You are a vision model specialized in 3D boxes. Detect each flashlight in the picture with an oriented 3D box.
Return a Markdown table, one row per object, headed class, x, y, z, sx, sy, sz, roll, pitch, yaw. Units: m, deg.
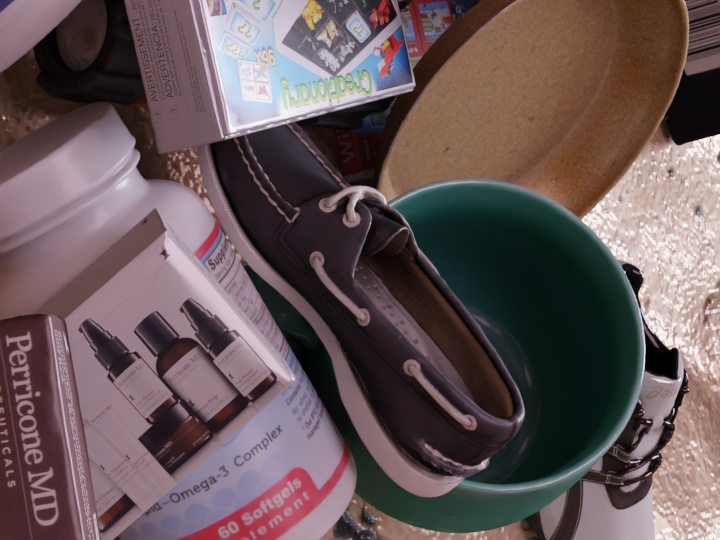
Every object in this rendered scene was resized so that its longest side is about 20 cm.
| class | x | y | z | sx | sy | sz | roll | pitch | yaw |
| --- | --- | --- | --- | --- | --- | --- | --- | --- | --- |
| flashlight | -0.059 | -0.102 | 0.997 | 0.199 | 0.068 | 0.068 | 3 | 115 | -48 |

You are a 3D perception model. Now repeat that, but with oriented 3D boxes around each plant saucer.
| class | x | y | z | sx | sy | sz | roll | pitch | yaw |
| --- | --- | --- | --- | --- | --- | --- | --- | --- | --- |
| plant saucer | 0.079 | -0.081 | 1.099 | 0.199 | 0.201 | 0.035 | -6 | 43 | -43 |

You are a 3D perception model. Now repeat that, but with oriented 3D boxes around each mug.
| class | x | y | z | sx | sy | sz | roll | pitch | yaw |
| --- | --- | --- | --- | --- | --- | --- | --- | --- | --- |
| mug | 0.036 | 0.037 | 1.041 | 0.185 | 0.115 | 0.152 | 42 | 68 | 6 |

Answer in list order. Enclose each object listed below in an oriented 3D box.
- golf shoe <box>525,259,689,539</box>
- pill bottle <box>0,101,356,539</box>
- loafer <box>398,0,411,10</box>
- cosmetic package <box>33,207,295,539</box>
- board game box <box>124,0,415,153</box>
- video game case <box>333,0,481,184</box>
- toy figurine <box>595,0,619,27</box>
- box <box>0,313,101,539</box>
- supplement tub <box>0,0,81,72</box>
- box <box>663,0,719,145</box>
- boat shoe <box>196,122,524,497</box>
| class | x | y | z | sx | sy | sz | roll | pitch | yaw |
| --- | --- | --- | --- | --- | --- | --- | --- | --- | --- |
| golf shoe | 0.131 | 0.087 | 1.143 | 0.077 | 0.094 | 0.202 | -25 | 100 | -44 |
| pill bottle | -0.091 | 0.034 | 0.935 | 0.109 | 0.108 | 0.201 | -44 | 111 | -39 |
| loafer | -0.047 | -0.164 | 1.030 | 0.199 | 0.070 | 0.069 | 13 | 74 | -34 |
| cosmetic package | -0.128 | 0.074 | 0.854 | 0.200 | 0.051 | 0.083 | -41 | 104 | 0 |
| board game box | -0.039 | -0.125 | 0.918 | 0.200 | 0.034 | 0.127 | -22 | 101 | -65 |
| video game case | 0.026 | -0.153 | 1.143 | 0.142 | 0.017 | 0.202 | -11 | 89 | -44 |
| toy figurine | 0.139 | -0.214 | 1.151 | 0.198 | 0.150 | 0.186 | 9 | 84 | 1 |
| box | -0.197 | 0.081 | 0.780 | 0.198 | 0.075 | 0.101 | -10 | 88 | -5 |
| supplement tub | -0.198 | -0.176 | 0.852 | 0.200 | 0.144 | 0.145 | 50 | 53 | -23 |
| box | 0.247 | -0.190 | 1.295 | 0.200 | 0.107 | 0.149 | -36 | 106 | -40 |
| boat shoe | 0.000 | 0.000 | 0.939 | 0.074 | 0.060 | 0.201 | -16 | 71 | -49 |
